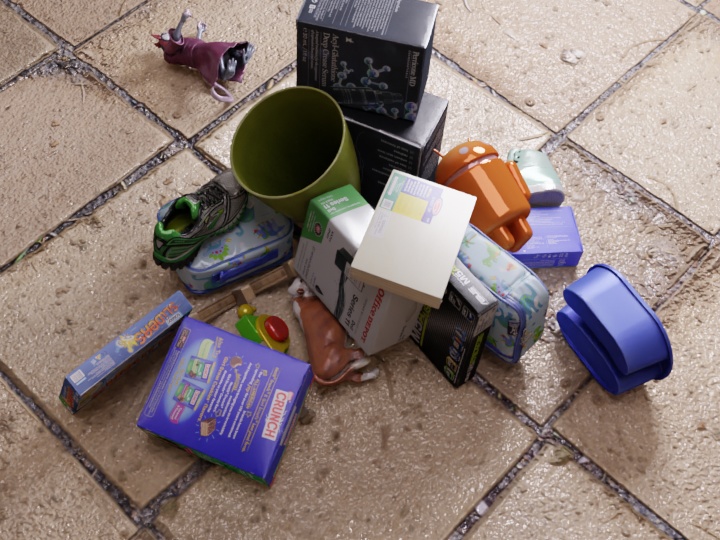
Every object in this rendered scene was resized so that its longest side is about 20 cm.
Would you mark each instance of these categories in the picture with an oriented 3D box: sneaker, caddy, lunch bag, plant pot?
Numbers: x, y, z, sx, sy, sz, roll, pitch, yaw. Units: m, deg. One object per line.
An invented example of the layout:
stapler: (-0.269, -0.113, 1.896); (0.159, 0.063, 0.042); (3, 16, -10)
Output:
sneaker: (-0.235, -0.089, 1.519); (0.077, 0.086, 0.201); (30, 56, 13)
caddy: (0.385, 0.085, 1.511); (0.104, 0.142, 0.201); (-25, 60, -15)
sneaker: (0.237, -0.150, 1.713); (0.197, 0.074, 0.119); (-4, 47, -4)
lunch bag: (-0.213, -0.057, 1.600); (0.198, 0.083, 0.161); (-24, 59, -21)
plant pot: (-0.076, -0.150, 1.557); (0.184, 0.200, 0.190); (-8, 64, 18)
lunch bag: (0.185, 0.036, 1.510); (0.082, 0.162, 0.200); (-38, 63, -23)

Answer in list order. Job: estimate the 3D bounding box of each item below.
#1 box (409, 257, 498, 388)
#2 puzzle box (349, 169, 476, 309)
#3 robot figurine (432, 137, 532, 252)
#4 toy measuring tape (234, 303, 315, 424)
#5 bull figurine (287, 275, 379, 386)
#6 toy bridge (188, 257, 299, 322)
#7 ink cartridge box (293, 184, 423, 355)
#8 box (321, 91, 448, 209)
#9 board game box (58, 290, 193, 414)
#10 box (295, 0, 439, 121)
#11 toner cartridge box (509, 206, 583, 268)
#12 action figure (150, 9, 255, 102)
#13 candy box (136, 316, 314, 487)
box: (0.109, 0.046, 1.479); (0.047, 0.201, 0.193); (-31, 63, -26)
puzzle box: (0.076, -0.048, 1.404); (0.131, 0.026, 0.201); (19, 51, 6)
robot figurine: (0.190, -0.117, 1.585); (0.143, 0.116, 0.202); (-32, 76, 12)
toy measuring tape: (-0.117, 0.132, 1.493); (0.073, 0.074, 0.201); (-31, 79, -24)
bull figurine: (-0.042, 0.087, 1.521); (0.119, 0.065, 0.202); (-5, 56, -11)
toy bridge: (-0.180, 0.037, 1.545); (0.198, 0.067, 0.027); (-29, 96, -21)
ink cartridge box: (0.000, 0.000, 1.467); (0.082, 0.148, 0.200); (-22, 56, -35)
box: (0.025, -0.205, 1.653); (0.198, 0.198, 0.125); (22, 54, 12)
board game box: (-0.334, 0.117, 1.432); (0.199, 0.135, 0.035); (-40, 88, -27)
box: (0.007, -0.334, 1.532); (0.197, 0.149, 0.108); (12, 53, 6)
toner cartridge box: (0.258, -0.053, 1.658); (0.197, 0.043, 0.096); (-2, 54, -6)
action figure: (-0.296, -0.391, 1.844); (0.197, 0.134, 0.151); (13, 96, 20)
candy box: (-0.184, 0.182, 1.408); (0.198, 0.077, 0.171); (20, 74, 12)
